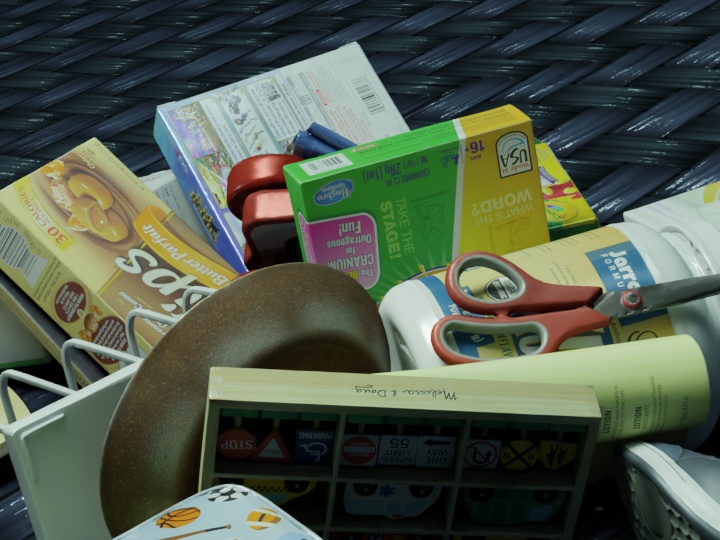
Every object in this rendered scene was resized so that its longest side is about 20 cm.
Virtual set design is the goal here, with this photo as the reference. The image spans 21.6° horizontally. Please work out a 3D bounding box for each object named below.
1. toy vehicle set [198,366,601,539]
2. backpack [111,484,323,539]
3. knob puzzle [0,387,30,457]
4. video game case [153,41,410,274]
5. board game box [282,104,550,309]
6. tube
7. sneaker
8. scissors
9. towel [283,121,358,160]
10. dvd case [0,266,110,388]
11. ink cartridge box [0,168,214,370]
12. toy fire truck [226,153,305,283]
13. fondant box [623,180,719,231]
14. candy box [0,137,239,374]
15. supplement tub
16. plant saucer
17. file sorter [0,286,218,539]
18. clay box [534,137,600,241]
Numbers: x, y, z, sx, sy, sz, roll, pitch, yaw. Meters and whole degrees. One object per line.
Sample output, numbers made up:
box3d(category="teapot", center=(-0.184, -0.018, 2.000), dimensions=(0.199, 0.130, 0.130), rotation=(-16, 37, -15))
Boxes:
box3d(category="toy vehicle set", center=(0.016, 0.111, 0.984), dimensions=(0.200, 0.124, 0.027), rotation=(3, 35, -6))
box3d(category="backpack", center=(-0.069, 0.203, 0.847), dimensions=(0.190, 0.154, 0.200), rotation=(-33, 31, -23))
box3d(category="knob puzzle", center=(-0.318, 0.128, 1.312), dimensions=(0.219, 0.030, 0.220), rotation=(-10, 20, 4))
box3d(category="video game case", center=(-0.039, -0.066, 1.475), dimensions=(0.181, 0.045, 0.200), rotation=(-20, 66, -23))
box3d(category="board game box", center=(0.046, 0.012, 1.183), dimensions=(0.153, 0.200, 0.040), rotation=(-16, 22, -11))
box3d(category="tube", center=(0.086, 0.074, 1.007), dimensions=(0.200, 0.058, 0.052), rotation=(-7, -5, -11))
box3d(category="sneaker", center=(0.231, 0.122, 0.972), dimensions=(0.146, 0.077, 0.202), rotation=(-21, 25, -17))
box3d(category="scissors", center=(0.138, 0.026, 1.042), dimensions=(0.200, 0.014, 0.073), rotation=(3, 61, -3))
box3d(category="towel", center=(0.007, -0.046, 1.333), dimensions=(0.147, 0.024, 0.200), rotation=(27, -11, -5))
box3d(category="dvd case", center=(-0.186, 0.012, 1.373), dimensions=(0.149, 0.200, 0.016), rotation=(-35, -14, -46))
box3d(category="ink cartridge box", center=(-0.230, 0.001, 1.482), dimensions=(0.146, 0.084, 0.200), rotation=(-9, 17, 44))
box3d(category="toy fire truck", center=(0.000, 0.000, 1.266), dimensions=(0.168, 0.200, 0.112), rotation=(-5, 60, 7))
box3d(category="fondant box", center=(0.310, -0.028, 1.346), dimensions=(0.200, 0.058, 0.144), rotation=(-17, 22, -17))
box3d(category="candy box", center=(-0.163, 0.007, 1.338), dimensions=(0.115, 0.200, 0.055), rotation=(-38, -11, -49))
box3d(category="supplement tub", center=(0.123, 0.054, 1.113), dimensions=(0.200, 0.145, 0.145), rotation=(-16, 22, -10))
box3d(category="plant saucer", center=(-0.052, 0.093, 1.049), dimensions=(0.200, 0.201, 0.037), rotation=(-25, 40, -31))
box3d(category="file sorter", center=(-0.133, 0.106, 1.128), dimensions=(0.200, 0.139, 0.124), rotation=(-26, 22, -33))
box3d(category="clay box", center=(0.132, -0.012, 1.318), dimensions=(0.048, 0.115, 0.200), rotation=(-12, 20, -3))
